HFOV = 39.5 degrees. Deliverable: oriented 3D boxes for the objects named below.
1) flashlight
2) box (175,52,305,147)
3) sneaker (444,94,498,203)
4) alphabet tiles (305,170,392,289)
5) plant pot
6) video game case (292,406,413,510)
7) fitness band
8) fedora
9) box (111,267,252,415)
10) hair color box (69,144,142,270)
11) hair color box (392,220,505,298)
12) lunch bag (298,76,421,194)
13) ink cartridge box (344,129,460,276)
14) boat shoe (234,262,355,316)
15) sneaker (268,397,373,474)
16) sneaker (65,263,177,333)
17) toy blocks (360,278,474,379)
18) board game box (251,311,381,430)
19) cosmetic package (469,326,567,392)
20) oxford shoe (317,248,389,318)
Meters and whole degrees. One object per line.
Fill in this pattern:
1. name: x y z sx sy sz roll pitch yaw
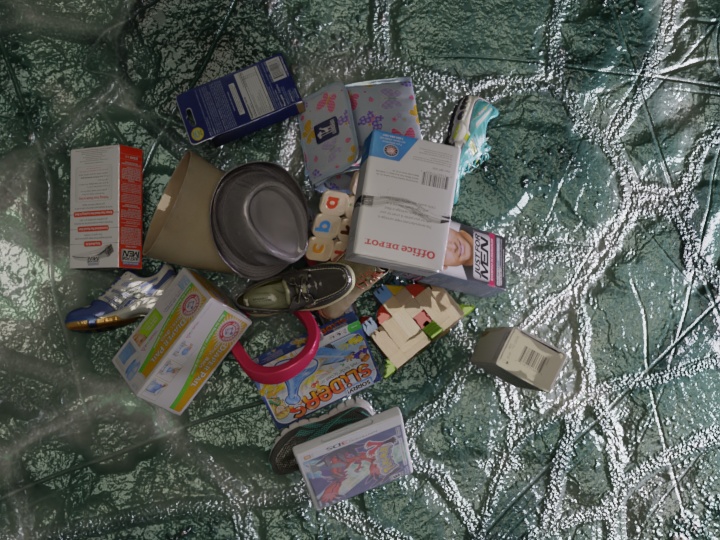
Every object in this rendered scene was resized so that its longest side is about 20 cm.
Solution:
1. flashlight: -0.076 -0.001 1.718 0.068 0.068 0.200 -26 86 -32
2. box: -0.205 -0.284 1.700 0.199 0.032 0.121 -21 60 -2
3. sneaker: 0.188 -0.206 1.749 0.079 0.077 0.201 19 85 -13
4. alphabet tiles: 0.004 -0.064 1.666 0.195 0.015 0.201 7 109 -34
5. plant pot: -0.230 -0.071 1.658 0.200 0.187 0.188 25 85 -18
6. video game case: -0.008 0.314 1.654 0.182 0.200 0.023 -20 52 -6
7. fitness band: -0.145 0.107 1.651 0.143 0.200 0.037 -31 132 -10
8. fedora: -0.141 -0.074 1.570 0.177 0.090 0.200 -37 119 -22
9. box: -0.291 0.115 1.633 0.200 0.112 0.101 -53 135 2
10. hair color box: -0.421 -0.101 1.662 0.111 0.064 0.201 -1 86 29
11. hair color box: 0.152 -0.025 1.691 0.199 0.061 0.099 14 68 -30
12. lunch bag: -0.001 -0.224 1.688 0.199 0.127 0.170 -6 69 -3
13. ink cartridge box: 0.065 -0.102 1.568 0.144 0.084 0.201 11 81 -10
14. boat shoe: -0.108 0.036 1.616 0.200 0.066 0.072 -13 89 16
15. sneaker: -0.062 0.287 1.681 0.200 0.091 0.078 -30 113 -5
16. sneaker: -0.399 0.046 1.682 0.199 0.075 0.088 -15 81 -15
17. toy blocks: 0.077 0.073 1.722 0.200 0.100 0.137 -39 80 -7
18. board game box: -0.077 0.169 1.690 0.200 0.034 0.136 -26 122 -6
19. cosmetic package: 0.260 0.147 1.673 0.105 0.200 0.071 28 84 -5
20. oxford shoe: 0.000 0.000 1.638 0.070 0.075 0.200 28 97 -37
